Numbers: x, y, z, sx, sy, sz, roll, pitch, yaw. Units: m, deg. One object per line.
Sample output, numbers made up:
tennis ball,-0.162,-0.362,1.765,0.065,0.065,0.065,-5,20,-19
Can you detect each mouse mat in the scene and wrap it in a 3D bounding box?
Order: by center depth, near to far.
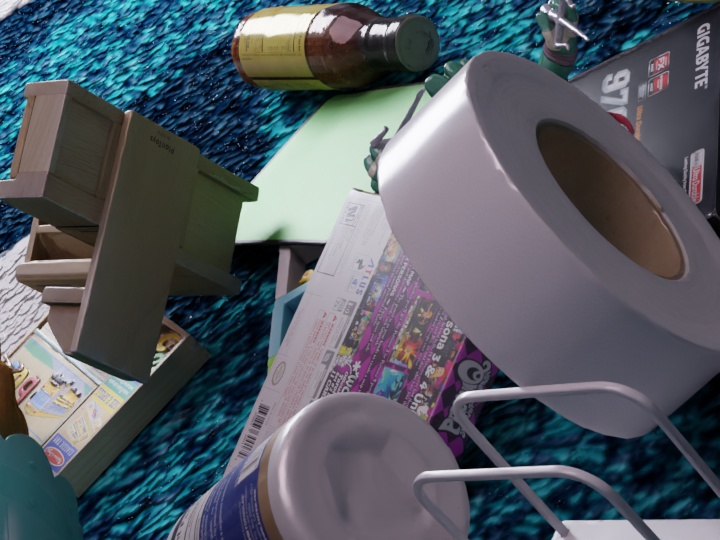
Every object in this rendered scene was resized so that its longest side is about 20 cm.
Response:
mouse mat,-0.019,-0.073,1.672,0.161,0.008,0.200,-49,22,-21

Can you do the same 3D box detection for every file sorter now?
file sorter,0.076,0.167,1.119,0.139,0.125,0.200,-8,44,48

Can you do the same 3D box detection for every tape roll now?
tape roll,0.104,-0.014,1.219,0.071,0.202,0.203,-45,25,23

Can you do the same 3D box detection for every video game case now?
video game case,0.010,0.058,1.389,0.181,0.036,0.200,14,79,58

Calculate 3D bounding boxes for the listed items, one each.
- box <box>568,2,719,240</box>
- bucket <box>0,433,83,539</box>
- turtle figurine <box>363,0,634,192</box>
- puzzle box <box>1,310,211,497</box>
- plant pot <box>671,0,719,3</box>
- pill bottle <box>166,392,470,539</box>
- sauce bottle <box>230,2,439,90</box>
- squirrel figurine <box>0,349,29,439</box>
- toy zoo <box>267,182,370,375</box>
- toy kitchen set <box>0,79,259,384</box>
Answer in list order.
box,0.153,-0.051,1.403,0.159,0.046,0.200,-26,33,30
bucket,-0.257,0.200,1.427,0.207,0.207,0.135,-34,34,15
turtle figurine,0.073,-0.080,1.395,0.150,0.101,0.200,-35,10,-13
puzzle box,-0.193,0.074,1.697,0.133,0.025,0.200,-48,29,-8
plant pot,0.207,-0.281,1.542,0.187,0.187,0.200,-37,13,11
pill bottle,-0.037,0.151,1.259,0.200,0.111,0.111,-44,18,50
sauce bottle,-0.017,-0.162,1.762,0.200,0.066,0.066,7,55,52
squirrel figurine,-0.295,0.127,1.650,0.186,0.141,0.200,15,87,50
toy zoo,0.000,0.000,1.557,0.131,0.020,0.200,-30,30,23
toy kitchen set,-0.205,-0.010,1.618,0.180,0.200,0.164,-1,70,37
